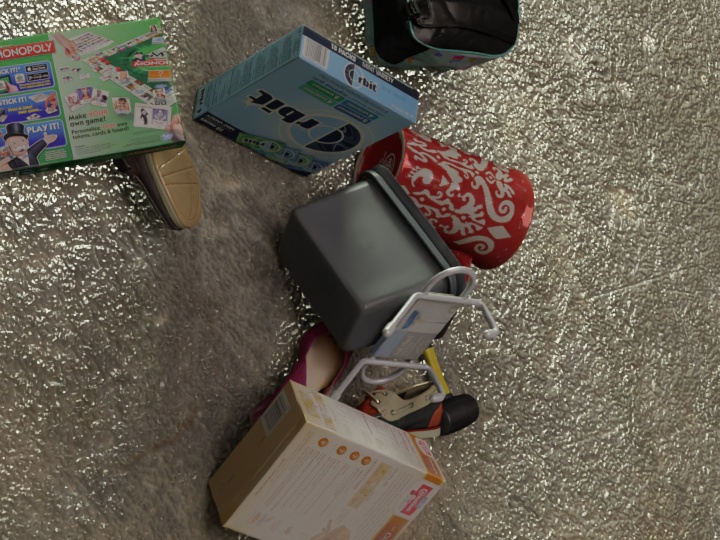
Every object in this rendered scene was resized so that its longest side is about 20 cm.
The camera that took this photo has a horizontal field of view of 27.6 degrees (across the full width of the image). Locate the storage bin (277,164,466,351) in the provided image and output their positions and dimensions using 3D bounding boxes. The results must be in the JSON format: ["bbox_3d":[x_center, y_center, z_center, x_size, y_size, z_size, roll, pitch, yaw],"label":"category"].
[{"bbox_3d":[0.000,0.000,1.677,0.133,0.146,0.201,-17,58,-33],"label":"storage bin"}]

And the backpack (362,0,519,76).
[{"bbox_3d":[0.101,-0.339,1.868,0.198,0.153,0.178,-1,79,-32],"label":"backpack"}]

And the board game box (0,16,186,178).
[{"bbox_3d":[-0.288,-0.177,1.494,0.198,0.029,0.136,-11,83,-17],"label":"board game box"}]

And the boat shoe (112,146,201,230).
[{"bbox_3d":[-0.234,-0.131,1.562,0.202,0.064,0.072,64,26,-3],"label":"boat shoe"}]

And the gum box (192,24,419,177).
[{"bbox_3d":[-0.062,-0.184,1.639,0.169,0.199,0.045,25,61,-34],"label":"gum box"}]

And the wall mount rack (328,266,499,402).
[{"bbox_3d":[0.051,0.083,1.592,0.172,0.201,0.075,5,45,-38],"label":"wall mount rack"}]

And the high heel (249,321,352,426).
[{"bbox_3d":[-0.040,0.107,1.639,0.200,0.095,0.068,-40,104,-42],"label":"high heel"}]

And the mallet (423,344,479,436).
[{"bbox_3d":[0.079,0.106,1.792,0.066,0.041,0.202,-27,92,-47],"label":"mallet"}]

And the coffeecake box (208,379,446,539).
[{"bbox_3d":[-0.035,0.225,1.563,0.199,0.154,0.073,27,21,-33],"label":"coffeecake box"}]

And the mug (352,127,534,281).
[{"bbox_3d":[0.098,-0.077,1.801,0.199,0.133,0.180,22,57,-32],"label":"mug"}]

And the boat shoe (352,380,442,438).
[{"bbox_3d":[0.025,0.164,1.692,0.199,0.071,0.063,0,95,-48],"label":"boat shoe"}]
